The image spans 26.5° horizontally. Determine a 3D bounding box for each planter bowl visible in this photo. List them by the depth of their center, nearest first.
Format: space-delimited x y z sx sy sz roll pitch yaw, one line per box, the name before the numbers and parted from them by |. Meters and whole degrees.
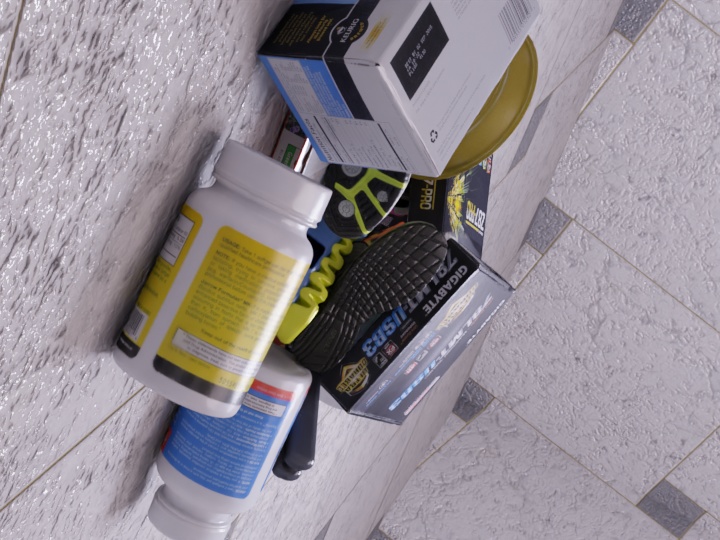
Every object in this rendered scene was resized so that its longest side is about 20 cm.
planter bowl | 0.081 -0.203 1.602 0.083 0.199 0.202 38 77 -43

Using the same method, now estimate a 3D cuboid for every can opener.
can opener | -0.049 0.127 1.586 0.053 0.066 0.202 -43 -146 43

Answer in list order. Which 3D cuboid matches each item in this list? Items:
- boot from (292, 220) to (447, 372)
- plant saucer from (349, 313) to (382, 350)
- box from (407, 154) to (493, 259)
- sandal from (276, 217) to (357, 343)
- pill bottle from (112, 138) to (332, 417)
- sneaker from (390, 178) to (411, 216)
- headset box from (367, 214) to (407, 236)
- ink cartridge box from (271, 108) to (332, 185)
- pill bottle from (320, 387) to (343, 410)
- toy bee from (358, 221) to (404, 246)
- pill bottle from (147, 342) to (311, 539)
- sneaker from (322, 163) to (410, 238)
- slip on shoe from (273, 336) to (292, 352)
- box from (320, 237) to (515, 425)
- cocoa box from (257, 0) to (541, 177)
boot | 0.000 0.000 1.522 0.200 0.068 0.131 -43 -159 19
plant saucer | 0.041 0.053 1.636 0.201 0.039 0.202 -41 160 -18
box | 0.101 -0.078 1.735 0.200 0.049 0.163 27 71 -71
sandal | -0.053 -0.032 1.490 0.079 0.087 0.201 -40 -162 57
pill bottle | -0.107 0.005 1.228 0.202 0.113 0.114 -63 170 3
sneaker | 0.052 -0.135 1.790 0.200 0.073 0.088 -56 169 -58
headset box | 0.030 0.020 1.850 0.201 0.148 0.078 -55 167 -40
ink cartridge box | -0.039 -0.132 1.409 0.110 0.050 0.200 -67 168 22
pill bottle | 0.008 0.077 1.987 0.201 0.111 0.113 -55 167 -41
toy bee | -0.027 0.007 1.658 0.108 0.131 0.200 -26 161 -31
pill bottle | -0.135 0.169 1.509 0.202 0.111 0.112 -65 169 10
sneaker | 0.028 -0.121 1.418 0.202 0.075 0.076 -64 169 12
slip on shoe | -0.119 0.166 1.650 0.061 0.074 0.202 15 -101 55
box | 0.065 0.068 1.587 0.200 0.050 0.198 -48 160 4
cocoa box | 0.035 -0.198 1.264 0.201 0.130 0.134 -58 137 -26
